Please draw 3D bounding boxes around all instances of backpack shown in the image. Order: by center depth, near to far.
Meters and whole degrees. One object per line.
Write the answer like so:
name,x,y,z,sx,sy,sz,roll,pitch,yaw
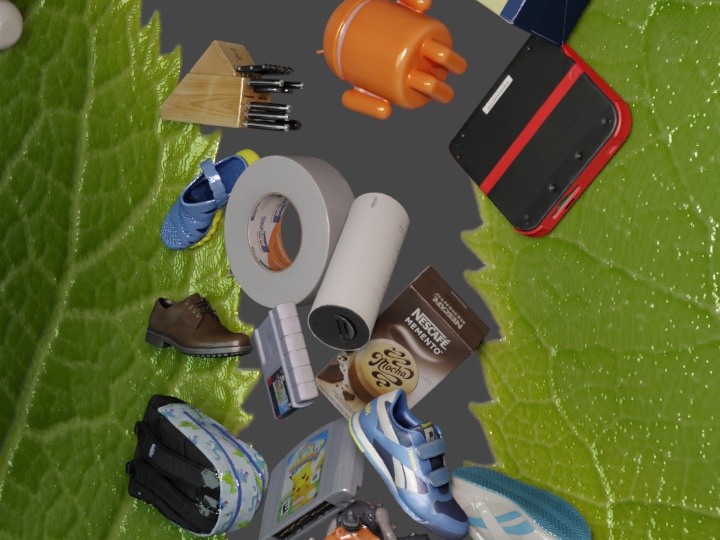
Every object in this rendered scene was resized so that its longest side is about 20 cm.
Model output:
backpack,-0.224,0.285,1.801,0.199,0.152,0.165,27,106,55

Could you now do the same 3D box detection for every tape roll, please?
tape roll,-0.093,-0.052,1.718,0.199,0.066,0.203,4,96,42

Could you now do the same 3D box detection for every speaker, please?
speaker,0.000,0.000,1.580,0.080,0.201,0.082,11,138,10

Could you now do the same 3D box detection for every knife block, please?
knife block,-0.169,-0.220,1.780,0.200,0.064,0.177,-43,66,29

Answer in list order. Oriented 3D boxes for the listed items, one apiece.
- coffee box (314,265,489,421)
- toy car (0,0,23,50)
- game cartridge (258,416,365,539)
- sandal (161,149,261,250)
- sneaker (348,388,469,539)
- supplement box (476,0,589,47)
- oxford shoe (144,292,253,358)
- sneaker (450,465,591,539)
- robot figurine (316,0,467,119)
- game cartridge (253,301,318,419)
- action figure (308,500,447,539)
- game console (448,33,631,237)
coffee box,0.050,0.105,1.599,0.113,0.080,0.200,45,119,2
toy car,-0.628,-0.457,2.060,0.174,0.149,0.202,28,107,33
game cartridge,-0.063,0.275,1.686,0.200,0.040,0.134,-40,25,38
sandal,-0.225,-0.101,1.814,0.200,0.087,0.080,-45,68,31
sneaker,0.070,0.230,1.535,0.082,0.074,0.201,-43,75,17
supplement box,0.180,-0.399,1.464,0.199,0.134,0.201,39,107,29
oxford shoe,-0.231,0.078,1.831,0.198,0.072,0.086,12,97,35
sneaker,0.189,0.304,1.531,0.199,0.076,0.082,21,111,41
robot figurine,0.036,-0.274,1.597,0.199,0.116,0.145,28,135,31
game cartridge,-0.102,0.124,1.691,0.200,0.038,0.131,134,126,-71
action figure,0.022,0.326,1.598,0.197,0.193,0.106,-11,91,5
game console,0.211,-0.160,1.527,0.201,0.031,0.177,-52,57,25
